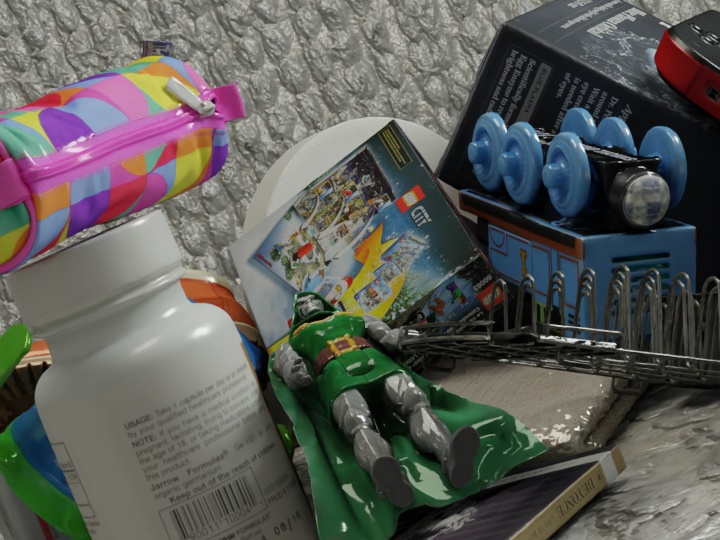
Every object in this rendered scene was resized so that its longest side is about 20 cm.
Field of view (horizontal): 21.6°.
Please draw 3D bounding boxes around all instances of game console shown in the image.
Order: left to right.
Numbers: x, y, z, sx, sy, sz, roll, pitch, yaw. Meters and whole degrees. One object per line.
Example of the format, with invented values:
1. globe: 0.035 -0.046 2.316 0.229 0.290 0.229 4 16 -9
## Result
1. game console: 0.278 -0.093 1.159 0.031 0.199 0.177 -58 -11 26

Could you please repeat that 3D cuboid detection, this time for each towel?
1. towel: 0.088 0.067 1.025 0.132 0.035 0.200 -9 13 26

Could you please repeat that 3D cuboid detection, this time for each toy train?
1. toy train: 0.118 -0.028 1.067 0.086 0.115 0.200 -4 11 -19

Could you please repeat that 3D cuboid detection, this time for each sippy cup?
1. sippy cup: -0.126 0.084 1.112 0.131 0.139 0.178 -59 -23 11

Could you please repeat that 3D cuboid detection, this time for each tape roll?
1. tape roll: 0.013 -0.003 1.294 0.202 0.204 0.037 -26 6 -30

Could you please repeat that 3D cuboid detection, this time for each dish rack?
1. dish rack: 0.123 0.027 0.887 0.198 0.055 0.153 7 -8 -25

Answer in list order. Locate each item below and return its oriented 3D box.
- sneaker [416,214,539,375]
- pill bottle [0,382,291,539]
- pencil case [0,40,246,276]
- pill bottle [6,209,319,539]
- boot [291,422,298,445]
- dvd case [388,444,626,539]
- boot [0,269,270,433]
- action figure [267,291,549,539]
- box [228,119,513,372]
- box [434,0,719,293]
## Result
1. sneaker: 0.053 0.059 1.153 0.201 0.106 0.075 -63 -1 -26
2. pill bottle: -0.151 0.121 1.270 0.199 0.109 0.109 -25 5 -18
3. pencil case: -0.145 -0.060 0.986 0.088 0.089 0.200 -20 7 33
4. pill bottle: -0.107 0.077 0.997 0.114 0.201 0.114 -22 5 2
5. boot: -0.108 0.116 1.417 0.199 0.077 0.155 -32 2 -9
6. dvd case: 0.016 0.139 0.854 0.148 0.016 0.200 -21 6 40
7. boot: -0.164 0.055 1.217 0.198 0.076 0.107 -11 36 -10
8. action figure: 0.000 0.059 0.963 0.117 0.055 0.200 -17 26 -14
9. box: 0.000 0.000 1.129 0.136 0.038 0.200 -37 29 6
10. box: 0.185 -0.084 1.236 0.197 0.199 0.118 -34 -29 -62
